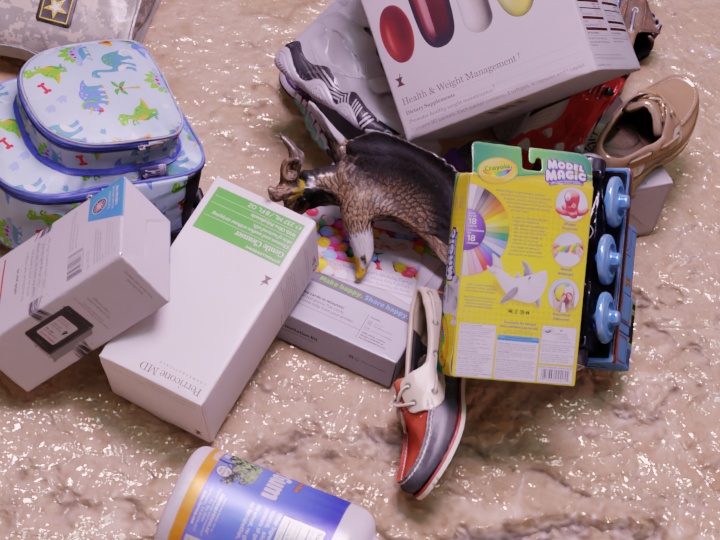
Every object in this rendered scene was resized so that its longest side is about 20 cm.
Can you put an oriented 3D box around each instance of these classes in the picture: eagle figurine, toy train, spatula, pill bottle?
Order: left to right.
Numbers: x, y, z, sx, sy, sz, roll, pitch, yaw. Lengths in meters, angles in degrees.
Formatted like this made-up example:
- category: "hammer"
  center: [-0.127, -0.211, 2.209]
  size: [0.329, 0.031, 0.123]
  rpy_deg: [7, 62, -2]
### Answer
- category: "pill bottle"
  center: [-0.055, 0.225, 1.329]
  size: [0.200, 0.112, 0.112]
  rpy_deg: [21, 49, 6]
- category: "eagle figurine"
  center: [0.023, -0.064, 1.537]
  size: [0.200, 0.151, 0.152]
  rpy_deg: [3, 34, 4]
- category: "spatula"
  center: [0.055, -0.134, 1.708]
  size: [0.021, 0.057, 0.200]
  rpy_deg: [17, 30, -46]
- category: "toy train"
  center: [0.207, -0.003, 1.530]
  size: [0.087, 0.114, 0.200]
  rpy_deg: [2, 79, 24]

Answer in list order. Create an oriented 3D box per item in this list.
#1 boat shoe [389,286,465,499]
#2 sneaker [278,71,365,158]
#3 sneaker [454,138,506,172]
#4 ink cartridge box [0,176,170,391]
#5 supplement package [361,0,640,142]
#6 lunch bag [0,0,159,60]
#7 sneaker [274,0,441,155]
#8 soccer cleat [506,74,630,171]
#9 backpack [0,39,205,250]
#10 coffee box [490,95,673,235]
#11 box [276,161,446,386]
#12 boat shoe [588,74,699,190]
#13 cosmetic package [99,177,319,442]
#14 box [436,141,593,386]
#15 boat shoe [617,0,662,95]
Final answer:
- category: "boat shoe"
  center: [0.057, 0.105, 1.466]
  size: [0.063, 0.071, 0.200]
  rpy_deg: [28, 55, -18]
- category: "sneaker"
  center: [-0.015, -0.177, 1.677]
  size: [0.074, 0.088, 0.200]
  rpy_deg: [3, 37, -40]
- category: "sneaker"
  center: [0.144, -0.049, 1.632]
  size: [0.086, 0.078, 0.200]
  rpy_deg: [-24, 58, -25]
- category: "ink cartridge box"
  center: [-0.260, 0.021, 1.441]
  size: [0.200, 0.067, 0.116]
  rpy_deg: [-31, 35, 18]
- category: "supplement package"
  center: [0.118, -0.242, 1.517]
  size: [0.147, 0.191, 0.200]
  rpy_deg: [-14, 85, -65]
- category: "lunch bag"
  center: [-0.296, -0.290, 1.724]
  size: [0.164, 0.118, 0.200]
  rpy_deg: [13, 54, 0]
- category: "sneaker"
  center: [0.018, -0.191, 1.602]
  size: [0.200, 0.075, 0.115]
  rpy_deg: [37, 94, 26]
- category: "soccer cleat"
  center: [0.187, -0.135, 1.620]
  size: [0.069, 0.085, 0.200]
  rpy_deg: [37, 77, -10]
- category: "backpack"
  center: [-0.262, -0.119, 1.561]
  size: [0.200, 0.147, 0.183]
  rpy_deg: [-15, 52, -20]
- category: "coffee box"
  center: [0.217, -0.127, 1.710]
  size: [0.113, 0.080, 0.200]
  rpy_deg: [-10, 53, -19]
- category: "box"
  center: [0.000, 0.000, 1.583]
  size: [0.156, 0.041, 0.200]
  rpy_deg: [24, 48, 9]
- category: "boat shoe"
  center: [0.282, -0.140, 1.639]
  size: [0.071, 0.065, 0.200]
  rpy_deg: [32, 50, 14]
- category: "cosmetic package"
  center: [-0.128, 0.034, 1.465]
  size: [0.108, 0.085, 0.200]
  rpy_deg: [24, 64, 13]
- category: "box"
  center: [0.132, -0.006, 1.434]
  size: [0.117, 0.048, 0.200]
  rpy_deg: [6, 92, -16]
- category: "boat shoe"
  center: [0.292, -0.263, 1.858]
  size: [0.072, 0.072, 0.200]
  rpy_deg: [27, 59, 5]
